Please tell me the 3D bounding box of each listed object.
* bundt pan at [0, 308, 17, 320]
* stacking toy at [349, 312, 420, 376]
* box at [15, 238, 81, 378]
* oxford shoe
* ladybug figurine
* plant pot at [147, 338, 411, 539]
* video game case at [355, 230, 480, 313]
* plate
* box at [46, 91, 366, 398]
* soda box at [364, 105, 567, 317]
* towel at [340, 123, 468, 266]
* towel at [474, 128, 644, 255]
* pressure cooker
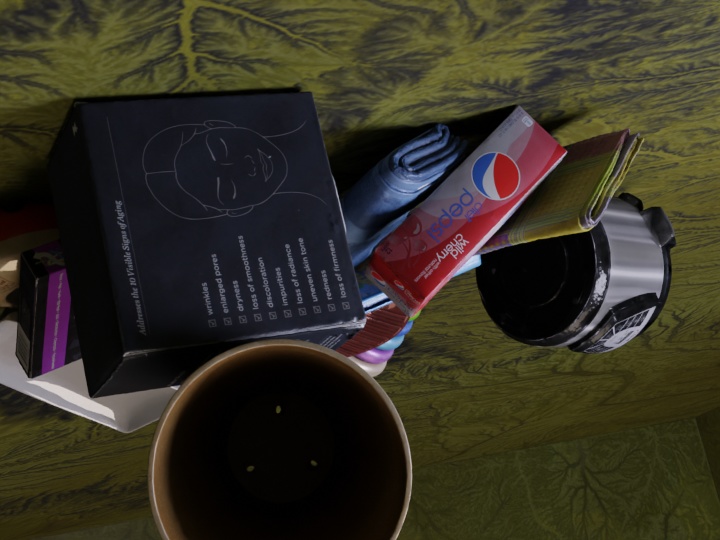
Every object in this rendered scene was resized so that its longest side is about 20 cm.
[{"bbox_3d":[-0.275,0.069,1.435,0.199,0.077,0.202,11,155,5],"label":"bundt pan"},{"bbox_3d":[0.043,0.028,1.594,0.085,0.086,0.200,3,136,-46],"label":"stacking toy"},{"bbox_3d":[-0.198,0.006,1.212,0.198,0.036,0.144,-21,150,-30],"label":"box"},{"bbox_3d":[0.022,0.022,1.543,0.200,0.075,0.070,-41,139,26],"label":"oxford shoe"},{"bbox_3d":[-0.269,-0.014,1.247,0.135,0.073,0.199,-24,162,30],"label":"ladybug figurine"},{"bbox_3d":[-0.061,0.146,1.078,0.184,0.189,0.200,-13,178,-4],"label":"plant pot"},{"bbox_3d":[0.000,0.000,1.402,0.198,0.018,0.143,-22,-153,-27],"label":"video game case"},{"bbox_3d":[-0.273,0.094,1.356,0.198,0.033,0.199,25,155,-22],"label":"plate"},{"bbox_3d":[-0.123,-0.022,1.101,0.194,0.203,0.124,-5,163,-27],"label":"box"},{"bbox_3d":[0.094,-0.052,1.267,0.200,0.063,0.070,-46,175,-17],"label":"soda box"},{"bbox_3d":[0.010,-0.053,1.300,0.111,0.049,0.200,-32,174,-46],"label":"towel"},{"bbox_3d":[0.164,-0.066,1.332,0.199,0.023,0.144,-16,-149,43],"label":"towel"},{"bbox_3d":[0.246,-0.002,1.559,0.175,0.181,0.199,14,-174,40],"label":"pressure cooker"}]
